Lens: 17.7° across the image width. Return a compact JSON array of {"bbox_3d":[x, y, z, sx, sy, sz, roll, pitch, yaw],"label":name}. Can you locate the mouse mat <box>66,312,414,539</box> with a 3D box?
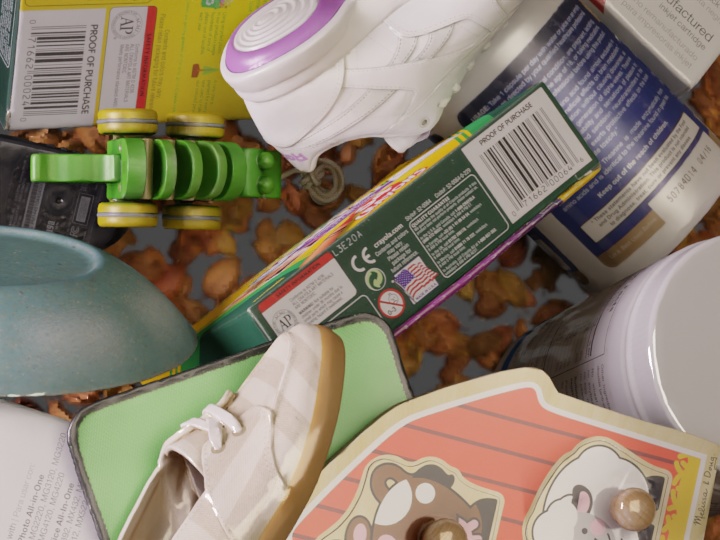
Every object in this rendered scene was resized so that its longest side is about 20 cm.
[{"bbox_3d":[-0.029,0.133,1.025,0.161,0.008,0.200,-18,88,-22],"label":"mouse mat"}]

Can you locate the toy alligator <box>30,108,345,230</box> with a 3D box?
[{"bbox_3d":[-0.072,-0.050,1.179,0.200,0.054,0.059,1,91,-39],"label":"toy alligator"}]

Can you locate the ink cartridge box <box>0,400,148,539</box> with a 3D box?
[{"bbox_3d":[-0.109,0.132,1.085,0.200,0.145,0.083,21,75,-16],"label":"ink cartridge box"}]

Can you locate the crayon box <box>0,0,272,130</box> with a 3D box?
[{"bbox_3d":[-0.087,-0.140,1.189,0.200,0.127,0.051,-3,34,-23],"label":"crayon box"}]

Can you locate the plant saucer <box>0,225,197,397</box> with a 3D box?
[{"bbox_3d":[-0.174,0.010,1.076,0.201,0.201,0.039,-1,105,-22],"label":"plant saucer"}]

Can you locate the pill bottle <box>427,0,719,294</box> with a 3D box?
[{"bbox_3d":[0.097,-0.090,1.256,0.200,0.111,0.111,44,65,-7],"label":"pill bottle"}]

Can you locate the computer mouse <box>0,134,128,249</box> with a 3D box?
[{"bbox_3d":[-0.210,-0.050,1.162,0.200,0.034,0.059,16,93,-20],"label":"computer mouse"}]

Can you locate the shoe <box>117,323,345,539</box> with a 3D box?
[{"bbox_3d":[-0.067,0.105,0.973,0.053,0.070,0.200,33,75,-22],"label":"shoe"}]

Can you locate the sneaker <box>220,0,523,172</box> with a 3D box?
[{"bbox_3d":[0.031,-0.122,1.178,0.200,0.075,0.100,-27,124,0],"label":"sneaker"}]

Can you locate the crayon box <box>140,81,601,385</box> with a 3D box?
[{"bbox_3d":[0.000,0.000,1.159,0.200,0.173,0.058,-38,96,-26],"label":"crayon box"}]

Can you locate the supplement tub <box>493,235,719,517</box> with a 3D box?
[{"bbox_3d":[0.158,0.066,1.191,0.132,0.200,0.132,6,74,-21],"label":"supplement tub"}]

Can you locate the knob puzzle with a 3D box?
[{"bbox_3d":[0.057,0.139,1.027,0.219,0.030,0.220,1,86,-15],"label":"knob puzzle"}]

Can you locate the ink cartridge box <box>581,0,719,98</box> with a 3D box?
[{"bbox_3d":[0.172,-0.207,1.332,0.145,0.083,0.200,42,65,-7],"label":"ink cartridge box"}]
